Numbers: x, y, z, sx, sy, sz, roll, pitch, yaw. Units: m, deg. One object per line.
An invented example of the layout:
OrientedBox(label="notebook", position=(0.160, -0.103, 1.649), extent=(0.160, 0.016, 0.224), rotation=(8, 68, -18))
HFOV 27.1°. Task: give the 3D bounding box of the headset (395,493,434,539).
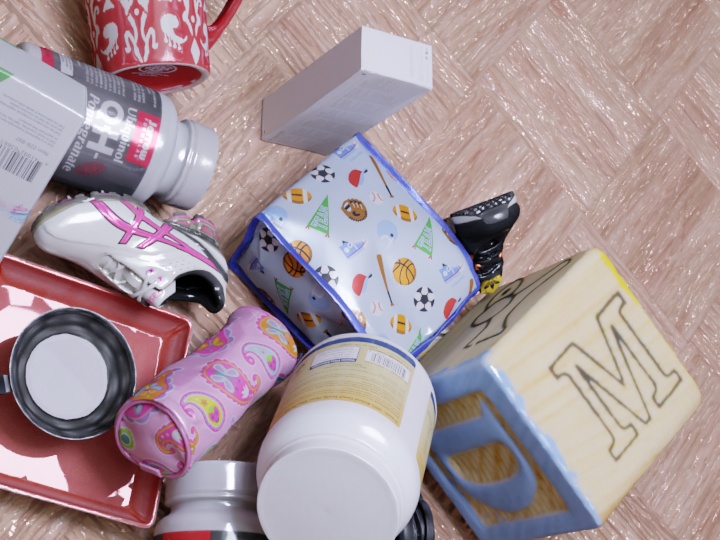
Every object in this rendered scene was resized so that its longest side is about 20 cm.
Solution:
OrientedBox(label="headset", position=(0.015, 0.273, 1.444), extent=(0.123, 0.094, 0.201), rotation=(-20, 71, -31))

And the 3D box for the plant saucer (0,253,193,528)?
OrientedBox(label="plant saucer", position=(-0.259, 0.110, 1.325), extent=(0.198, 0.037, 0.202), rotation=(21, 64, -26))

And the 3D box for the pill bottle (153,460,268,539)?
OrientedBox(label="pill bottle", position=(-0.127, 0.274, 1.310), extent=(0.113, 0.114, 0.202), rotation=(10, 70, -30))

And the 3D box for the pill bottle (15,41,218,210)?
OrientedBox(label="pill bottle", position=(-0.235, -0.124, 1.368), extent=(0.199, 0.110, 0.112), rotation=(19, 66, -27))

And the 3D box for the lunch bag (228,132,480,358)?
OrientedBox(label="lunch bag", position=(0.000, 0.000, 1.466), extent=(0.200, 0.124, 0.170), rotation=(43, 56, 6))

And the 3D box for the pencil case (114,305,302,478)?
OrientedBox(label="pencil case", position=(-0.133, 0.107, 1.337), extent=(0.088, 0.087, 0.200), rotation=(56, 35, -5))

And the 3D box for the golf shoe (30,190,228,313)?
OrientedBox(label="golf shoe", position=(-0.201, -0.013, 1.351), extent=(0.199, 0.073, 0.093), rotation=(11, 46, -39))

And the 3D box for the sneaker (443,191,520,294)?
OrientedBox(label="sneaker", position=(0.128, -0.022, 1.523), extent=(0.069, 0.200, 0.091), rotation=(-21, 89, -11))

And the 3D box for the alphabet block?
OrientedBox(label="alphabet block", position=(0.178, 0.127, 1.477), extent=(0.200, 0.195, 0.197), rotation=(-41, 100, -34))

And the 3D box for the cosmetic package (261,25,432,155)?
OrientedBox(label="cosmetic package", position=(-0.017, -0.174, 1.470), extent=(0.082, 0.200, 0.051), rotation=(9, 71, -30))

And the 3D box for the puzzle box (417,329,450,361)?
OrientedBox(label="puzzle box", position=(0.083, 0.127, 1.547), extent=(0.198, 0.025, 0.134), rotation=(6, 71, -31))

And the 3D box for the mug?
OrientedBox(label="mug", position=(-0.186, -0.280, 1.428), extent=(0.176, 0.133, 0.202), rotation=(-7, 81, -3))

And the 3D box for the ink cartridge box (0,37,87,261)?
OrientedBox(label="ink cartridge box", position=(-0.337, -0.094, 1.240), extent=(0.145, 0.201, 0.088), rotation=(28, 17, -21))

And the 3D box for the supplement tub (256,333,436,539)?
OrientedBox(label="supplement tub", position=(-0.012, 0.159, 1.319), extent=(0.145, 0.144, 0.200), rotation=(47, 23, -11))

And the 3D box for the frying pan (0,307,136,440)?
OrientedBox(label="frying pan", position=(-0.276, 0.107, 1.274), extent=(0.189, 0.031, 0.116), rotation=(-33, 94, -32))
